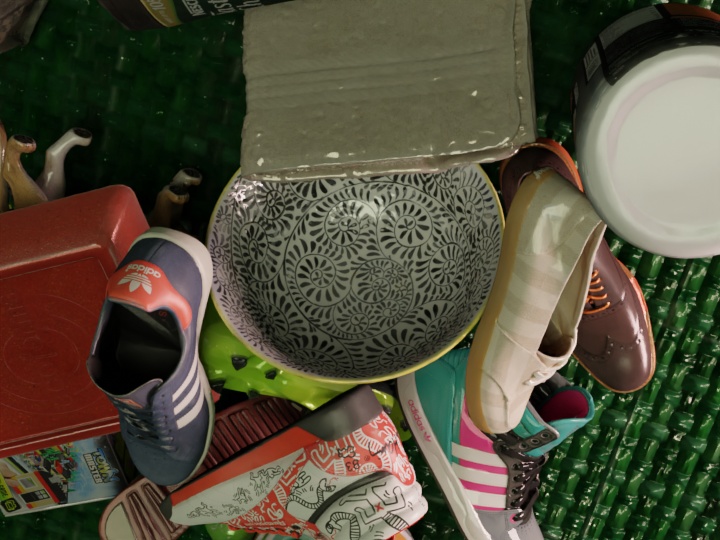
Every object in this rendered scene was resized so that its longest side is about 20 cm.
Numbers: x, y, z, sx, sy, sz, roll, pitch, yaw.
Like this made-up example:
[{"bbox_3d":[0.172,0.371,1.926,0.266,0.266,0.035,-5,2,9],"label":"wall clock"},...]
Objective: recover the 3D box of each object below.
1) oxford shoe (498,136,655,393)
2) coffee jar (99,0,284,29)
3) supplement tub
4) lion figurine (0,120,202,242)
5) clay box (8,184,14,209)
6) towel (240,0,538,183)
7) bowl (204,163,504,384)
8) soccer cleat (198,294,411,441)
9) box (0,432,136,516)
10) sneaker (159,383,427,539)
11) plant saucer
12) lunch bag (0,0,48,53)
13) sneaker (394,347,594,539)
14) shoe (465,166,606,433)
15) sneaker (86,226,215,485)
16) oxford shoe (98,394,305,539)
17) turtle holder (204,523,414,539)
[{"bbox_3d":[0.149,0.008,0.807,0.071,0.073,0.200,-27,104,16],"label":"oxford shoe"},{"bbox_3d":[-0.077,-0.212,0.732,0.199,0.104,0.086,-9,82,8],"label":"coffee jar"},{"bbox_3d":[0.188,-0.093,0.697,0.122,0.200,0.123,3,109,9],"label":"supplement tub"},{"bbox_3d":[-0.189,-0.027,0.841,0.199,0.073,0.123,23,116,-8],"label":"lion figurine"},{"bbox_3d":[-0.278,0.001,0.888,0.115,0.048,0.200,-31,102,18],"label":"clay box"},{"bbox_3d":[0.017,-0.130,0.773,0.199,0.034,0.133,-3,76,11],"label":"towel"},{"bbox_3d":[0.000,0.000,0.801,0.200,0.201,0.094,3,154,8],"label":"bowl"},{"bbox_3d":[-0.035,0.072,0.854,0.200,0.081,0.067,28,125,-33],"label":"soccer cleat"},{"bbox_3d":[-0.252,0.100,0.886,0.110,0.035,0.201,-10,126,4],"label":"box"},{"bbox_3d":[-0.047,0.166,0.799,0.201,0.067,0.108,-31,87,29],"label":"sneaker"},{"bbox_3d":[-0.222,0.052,0.810,0.199,0.037,0.200,-13,125,6],"label":"plant saucer"},{"bbox_3d":[-0.262,-0.264,0.755,0.164,0.118,0.200,34,116,-4],"label":"lunch bag"},{"bbox_3d":[0.123,0.135,0.856,0.120,0.084,0.200,-24,103,26],"label":"sneaker"},{"bbox_3d":[0.110,0.032,0.730,0.053,0.070,0.201,26,131,25],"label":"shoe"},{"bbox_3d":[-0.140,0.074,0.748,0.075,0.085,0.201,11,123,12],"label":"sneaker"},{"bbox_3d":[-0.113,0.147,0.907,0.200,0.075,0.071,-29,95,-3],"label":"oxford shoe"},{"bbox_3d":[-0.028,0.231,0.895,0.140,0.185,0.132,-11,112,-22],"label":"turtle holder"}]
